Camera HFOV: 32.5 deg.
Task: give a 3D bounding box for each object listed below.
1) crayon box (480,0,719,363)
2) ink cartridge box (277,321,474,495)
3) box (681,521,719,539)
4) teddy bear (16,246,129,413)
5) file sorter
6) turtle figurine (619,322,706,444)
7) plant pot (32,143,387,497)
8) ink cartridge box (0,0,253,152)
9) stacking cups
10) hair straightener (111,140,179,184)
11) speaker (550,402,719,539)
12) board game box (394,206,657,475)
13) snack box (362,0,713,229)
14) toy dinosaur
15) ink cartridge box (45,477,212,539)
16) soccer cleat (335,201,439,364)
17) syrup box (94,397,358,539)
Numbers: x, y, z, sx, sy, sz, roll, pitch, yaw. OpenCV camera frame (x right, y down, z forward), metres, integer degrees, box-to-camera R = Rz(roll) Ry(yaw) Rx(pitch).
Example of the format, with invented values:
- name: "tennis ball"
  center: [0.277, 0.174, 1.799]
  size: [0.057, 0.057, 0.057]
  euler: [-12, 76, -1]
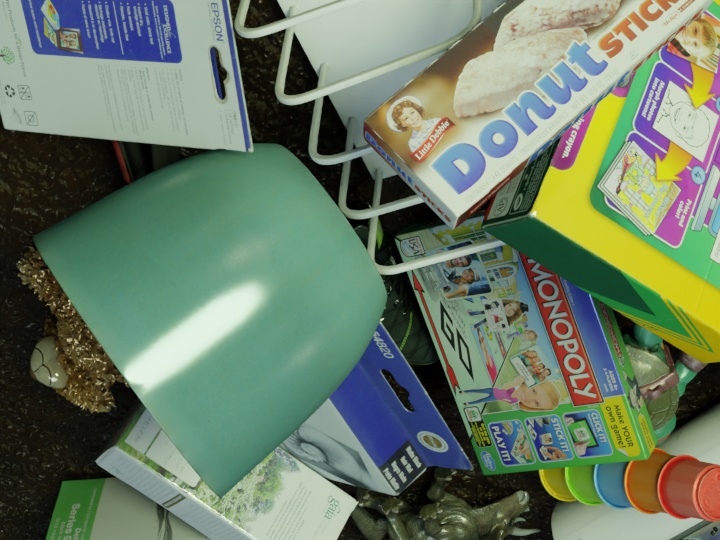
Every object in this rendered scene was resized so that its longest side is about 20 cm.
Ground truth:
- name: "crayon box"
  center: [0.184, -0.073, 0.725]
  size: [0.172, 0.200, 0.058]
  euler: [30, 161, -20]
- name: "ink cartridge box"
  center: [-0.036, 0.098, 0.962]
  size: [0.200, 0.041, 0.200]
  euler: [3, 139, 40]
- name: "box"
  center: [0.305, 0.234, 1.034]
  size: [0.040, 0.137, 0.200]
  euler: [32, 128, -24]
- name: "teddy bear"
  center: [-0.200, 0.038, 0.936]
  size: [0.200, 0.067, 0.145]
  euler: [-23, 107, 41]
- name: "file sorter"
  center: [0.028, -0.117, 0.752]
  size: [0.139, 0.125, 0.200]
  euler: [-15, 129, 19]
- name: "turtle figurine"
  center: [0.208, 0.061, 0.919]
  size: [0.149, 0.101, 0.200]
  euler: [-10, 125, 16]
- name: "plant pot"
  center: [-0.081, 0.015, 0.781]
  size: [0.161, 0.201, 0.201]
  euler: [-35, 127, -8]
- name: "ink cartridge box"
  center: [-0.147, -0.131, 0.762]
  size: [0.200, 0.039, 0.100]
  euler: [10, 121, 28]
- name: "stacking cups"
  center: [0.211, 0.164, 0.956]
  size: [0.060, 0.061, 0.200]
  euler: [28, 170, -18]
- name: "hair straightener"
  center: [-0.130, -0.052, 0.881]
  size: [0.077, 0.041, 0.200]
  euler: [9, 134, 13]
- name: "speaker"
  center: [0.256, 0.185, 1.035]
  size: [0.081, 0.081, 0.200]
  euler: [32, 128, -22]
- name: "board game box"
  center: [0.118, 0.049, 0.887]
  size: [0.134, 0.029, 0.200]
  euler: [-12, 106, 35]
- name: "snack box"
  center: [0.097, -0.111, 0.655]
  size: [0.072, 0.200, 0.024]
  euler: [46, 165, 10]
- name: "toy dinosaur"
  center: [0.053, 0.232, 1.106]
  size: [0.200, 0.077, 0.102]
  euler: [-14, 123, 15]
- name: "ink cartridge box"
  center: [-0.171, 0.263, 1.155]
  size: [0.200, 0.084, 0.146]
  euler: [-7, 132, 12]
- name: "soccer cleat"
  center: [0.000, 0.000, 0.905]
  size: [0.200, 0.068, 0.081]
  euler: [37, 125, -22]
- name: "syrup box"
  center: [-0.111, 0.177, 1.030]
  size: [0.200, 0.079, 0.081]
  euler: [36, 152, -9]
